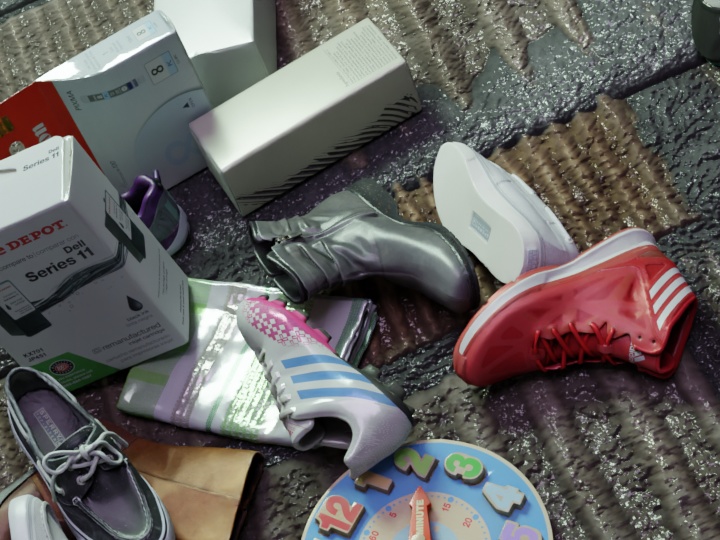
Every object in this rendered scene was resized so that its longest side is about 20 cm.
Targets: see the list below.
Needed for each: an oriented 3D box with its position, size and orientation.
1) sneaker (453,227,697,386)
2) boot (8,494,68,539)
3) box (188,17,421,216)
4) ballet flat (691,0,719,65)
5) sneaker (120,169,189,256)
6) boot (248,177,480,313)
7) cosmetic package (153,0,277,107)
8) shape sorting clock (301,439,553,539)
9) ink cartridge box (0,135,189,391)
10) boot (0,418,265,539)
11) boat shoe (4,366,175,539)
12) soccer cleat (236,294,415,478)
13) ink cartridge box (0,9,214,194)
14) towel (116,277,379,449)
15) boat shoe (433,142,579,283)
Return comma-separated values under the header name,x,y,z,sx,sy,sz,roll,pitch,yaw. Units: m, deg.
name,x,y,z,sx,sy,sz,roll,pitch,yaw
sneaker,0.178,0.051,1.488,0.199,0.079,0.116,-34,49,-7
boot,-0.196,0.254,1.430,0.095,0.074,0.201,-22,79,5
box,-0.050,-0.141,1.723,0.199,0.069,0.082,-31,49,-6
ballet flat,0.341,-0.280,1.697,0.068,0.069,0.201,8,57,24
sneaker,-0.256,-0.023,1.688,0.199,0.088,0.075,-31,50,-7
boot,0.000,0.000,1.575,0.131,0.070,0.200,-24,35,-26
cosmetic package,-0.142,-0.253,1.832,0.107,0.085,0.201,-11,51,11
shape sorting clock,0.048,0.216,1.428,0.199,0.039,0.201,-10,51,12
ink cartridge box,-0.254,-0.001,1.579,0.146,0.200,0.083,-22,43,15
boot,-0.194,0.212,1.516,0.199,0.069,0.189,12,50,18
boat shoe,-0.217,0.151,1.479,0.073,0.068,0.200,-30,59,-15
soccer cleat,-0.047,0.091,1.502,0.200,0.070,0.086,33,70,35
ink cartridge box,-0.232,-0.124,1.711,0.199,0.160,0.047,-32,48,-7
towel,-0.098,0.073,1.597,0.199,0.031,0.150,8,56,24
boat shoe,0.123,-0.051,1.594,0.068,0.072,0.200,3,22,-25
